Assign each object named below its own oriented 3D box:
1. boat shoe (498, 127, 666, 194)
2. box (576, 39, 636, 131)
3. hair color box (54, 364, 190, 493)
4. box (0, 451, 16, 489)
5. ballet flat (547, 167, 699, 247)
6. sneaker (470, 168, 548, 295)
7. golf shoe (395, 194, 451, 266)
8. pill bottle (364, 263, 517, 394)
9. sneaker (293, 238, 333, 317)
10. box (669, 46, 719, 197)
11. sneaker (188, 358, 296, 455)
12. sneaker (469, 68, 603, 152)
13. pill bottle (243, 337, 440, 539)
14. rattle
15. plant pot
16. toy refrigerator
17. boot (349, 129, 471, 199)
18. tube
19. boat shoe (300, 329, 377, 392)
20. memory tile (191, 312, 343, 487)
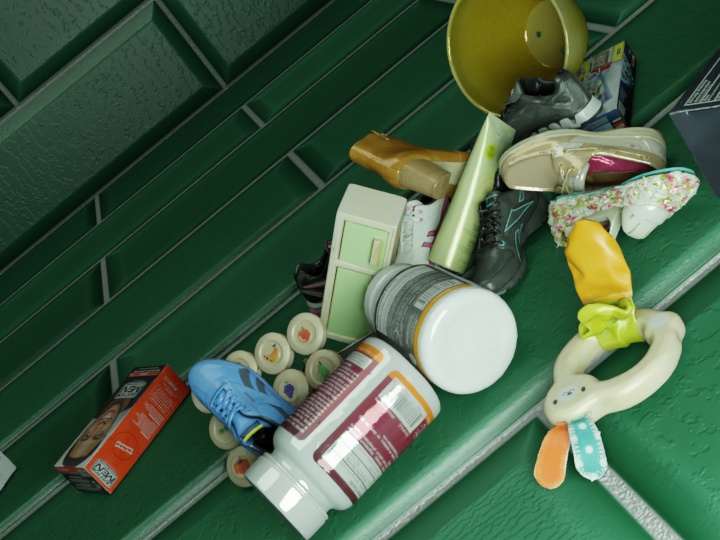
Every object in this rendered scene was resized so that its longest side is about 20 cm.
[{"bbox_3d":[0.261,-0.122,1.285,0.198,0.074,0.070,-8,42,15],"label":"boat shoe"},{"bbox_3d":[0.310,-0.232,1.514,0.136,0.038,0.201,-25,26,32],"label":"box"},{"bbox_3d":[-0.353,0.234,1.626,0.101,0.061,0.201,-10,36,48],"label":"hair color box"},{"bbox_3d":[-0.705,0.365,1.865,0.199,0.102,0.113,-23,27,34],"label":"box"},{"bbox_3d":[0.290,-0.062,1.211,0.199,0.075,0.065,-14,63,54],"label":"ballet flat"},{"bbox_3d":[0.166,-0.045,1.332,0.075,0.079,0.201,-19,31,39],"label":"sneaker"},{"bbox_3d":[0.075,-0.044,1.454,0.072,0.092,0.201,-18,32,40],"label":"golf shoe"},{"bbox_3d":[0.082,0.057,1.221,0.116,0.117,0.200,-42,22,-8],"label":"pill bottle"},{"bbox_3d":[-0.008,-0.015,1.531,0.199,0.087,0.080,-34,24,10],"label":"sneaker"},{"bbox_3d":[0.456,-0.184,1.088,0.200,0.124,0.198,-48,25,-25],"label":"box"},{"bbox_3d":[-0.134,0.162,1.266,0.066,0.199,0.078,-62,-24,10],"label":"sneaker"},{"bbox_3d":[0.217,-0.212,1.450,0.199,0.091,0.067,-20,28,40],"label":"sneaker"},{"bbox_3d":[-0.020,0.178,1.150,0.200,0.114,0.114,-44,23,-13],"label":"pill bottle"},{"bbox_3d":[0.199,0.076,0.985,0.200,0.144,0.130,-42,40,-24],"label":"rattle"},{"bbox_3d":[0.242,-0.325,1.538,0.199,0.202,0.141,-14,6,45],"label":"plant pot"},{"bbox_3d":[0.000,0.000,1.350,0.070,0.075,0.201,-68,-8,-50],"label":"toy refrigerator"},{"bbox_3d":[0.086,-0.146,1.444,0.143,0.071,0.201,30,23,27],"label":"boot"},{"bbox_3d":[0.144,-0.096,1.384,0.058,0.052,0.202,-152,84,-84],"label":"tube"},{"bbox_3d":[-0.049,0.135,1.336,0.200,0.066,0.072,-39,23,0],"label":"boat shoe"},{"bbox_3d":[-0.102,0.155,1.303,0.199,0.154,0.017,-32,-16,18],"label":"memory tile"}]
